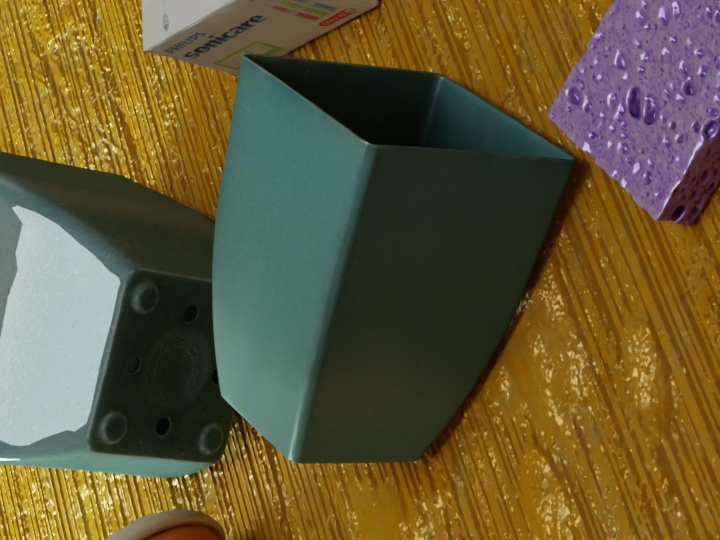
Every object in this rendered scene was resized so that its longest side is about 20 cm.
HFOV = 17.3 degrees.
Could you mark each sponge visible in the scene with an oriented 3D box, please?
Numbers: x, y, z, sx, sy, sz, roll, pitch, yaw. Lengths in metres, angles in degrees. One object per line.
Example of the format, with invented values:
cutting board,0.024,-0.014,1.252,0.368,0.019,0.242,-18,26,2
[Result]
sponge,0.180,-0.134,1.218,0.112,0.030,0.200,51,121,45

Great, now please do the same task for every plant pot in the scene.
plant pot,0.000,0.000,1.329,0.141,0.141,0.200,39,119,49
plant pot,-0.178,0.039,1.507,0.200,0.196,0.196,17,94,44

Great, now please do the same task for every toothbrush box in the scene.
toothbrush box,-0.069,-0.245,1.517,0.146,0.086,0.200,-23,63,47

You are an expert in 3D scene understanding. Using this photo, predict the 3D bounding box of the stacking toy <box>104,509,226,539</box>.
stacking toy,-0.088,0.252,1.409,0.200,0.146,0.146,43,116,28
